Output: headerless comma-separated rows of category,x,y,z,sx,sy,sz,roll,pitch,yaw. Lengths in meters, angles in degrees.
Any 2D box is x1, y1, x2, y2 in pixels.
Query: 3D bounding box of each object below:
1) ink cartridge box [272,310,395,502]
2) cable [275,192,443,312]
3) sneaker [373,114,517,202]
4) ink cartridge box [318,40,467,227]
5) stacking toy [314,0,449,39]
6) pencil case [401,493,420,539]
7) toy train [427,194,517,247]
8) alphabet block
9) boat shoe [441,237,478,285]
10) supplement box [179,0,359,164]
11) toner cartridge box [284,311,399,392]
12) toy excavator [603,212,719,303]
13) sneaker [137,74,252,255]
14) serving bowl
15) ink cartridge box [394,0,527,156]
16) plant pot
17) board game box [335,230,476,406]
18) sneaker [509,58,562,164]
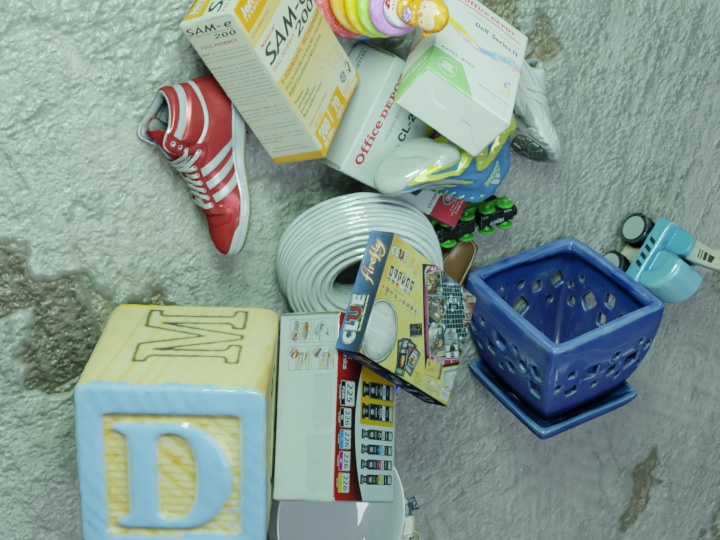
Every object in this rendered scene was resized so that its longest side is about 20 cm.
ink cartridge box,-0.014,0.157,1.393,0.175,0.083,0.203,16,73,-58
cable,0.000,0.000,1.468,0.197,0.070,0.202,-5,135,-8
sneaker,0.106,-0.108,1.423,0.199,0.076,0.106,-29,126,-23
ink cartridge box,0.055,-0.158,1.468,0.199,0.083,0.147,22,98,-40
stacking toy,0.029,-0.285,1.313,0.109,0.200,0.118,2,111,-35
pencil case,-0.018,0.348,1.649,0.198,0.089,0.079,-13,126,-29
toy train,0.109,-0.057,1.569,0.198,0.056,0.042,-18,122,-25
alphabet block,-0.187,0.164,1.326,0.193,0.200,0.198,3,113,0
boat shoe,0.089,0.046,1.593,0.075,0.074,0.201,36,89,-40
supplement box,-0.089,-0.229,1.306,0.201,0.073,0.127,54,44,-39
toner cartridge box,-0.043,0.136,1.562,0.199,0.043,0.096,33,89,-40
toy excavator,0.461,-0.016,1.742,0.099,0.200,0.196,31,93,-40
sneaker,-0.179,-0.108,1.335,0.111,0.071,0.203,-13,110,-34
serving bowl,-0.039,0.305,1.556,0.198,0.065,0.203,0,89,-38
ink cartridge box,0.119,-0.239,1.391,0.116,0.201,0.067,31,135,-16
plant pot,0.264,0.097,1.666,0.198,0.200,0.182,-18,128,-27
board game box,0.055,0.057,1.383,0.200,0.034,0.137,36,67,-51
sneaker,0.215,-0.212,1.562,0.200,0.077,0.100,49,61,-48
